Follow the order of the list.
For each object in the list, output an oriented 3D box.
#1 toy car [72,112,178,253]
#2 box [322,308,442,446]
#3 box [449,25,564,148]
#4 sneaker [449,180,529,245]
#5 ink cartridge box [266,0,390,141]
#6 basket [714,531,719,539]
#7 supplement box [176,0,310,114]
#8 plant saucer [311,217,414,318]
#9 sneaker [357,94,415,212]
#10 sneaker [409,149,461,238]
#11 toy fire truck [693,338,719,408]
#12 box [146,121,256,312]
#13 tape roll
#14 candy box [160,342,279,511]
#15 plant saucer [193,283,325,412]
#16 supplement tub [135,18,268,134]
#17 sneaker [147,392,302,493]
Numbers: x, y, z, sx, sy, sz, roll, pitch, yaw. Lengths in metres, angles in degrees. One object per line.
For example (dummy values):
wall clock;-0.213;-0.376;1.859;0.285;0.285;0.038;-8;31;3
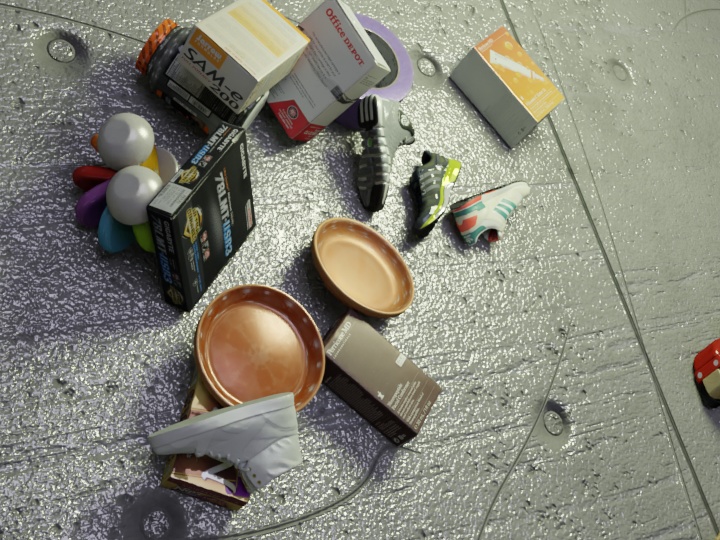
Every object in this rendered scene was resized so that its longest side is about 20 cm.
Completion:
toy car;-0.342;-0.114;1.243;0.147;0.175;0.204;-16;71;2
box;0.022;0.167;1.344;0.199;0.075;0.101;39;53;-4
box;0.301;-0.378;1.770;0.201;0.097;0.124;49;52;1
sneaker;0.254;-0.106;1.632;0.197;0.070;0.095;-21;94;-38
ink cartridge box;-0.069;-0.341;1.468;0.146;0.199;0.084;56;20;8
basket;0.755;0.501;1.546;0.196;0.149;0.145;-9;70;-32
supplement box;-0.178;-0.343;1.340;0.126;0.074;0.201;40;37;-4
plant saucer;0.000;0.000;1.411;0.197;0.038;0.202;26;37;-21
sneaker;0.056;-0.207;1.528;0.114;0.074;0.205;-6;98;-43
sneaker;0.121;-0.140;1.570;0.080;0.074;0.202;26;49;-4
toy fire truck;0.763;0.163;1.754;0.173;0.129;0.203;8;50;-25
box;-0.225;-0.077;1.252;0.049;0.202;0.200;21;50;16
tape roll;-0.005;-0.370;1.599;0.196;0.085;0.204;13;60;-23
candy box;-0.194;0.217;1.204;0.115;0.056;0.203;24;55;-18
plant saucer;-0.144;0.118;1.231;0.196;0.032;0.204;14;59;-24
supplement tub;-0.256;-0.305;1.395;0.199;0.122;0.123;37;53;-7
sneaker;-0.171;0.240;1.124;0.196;0.074;0.118;-12;91;-14
